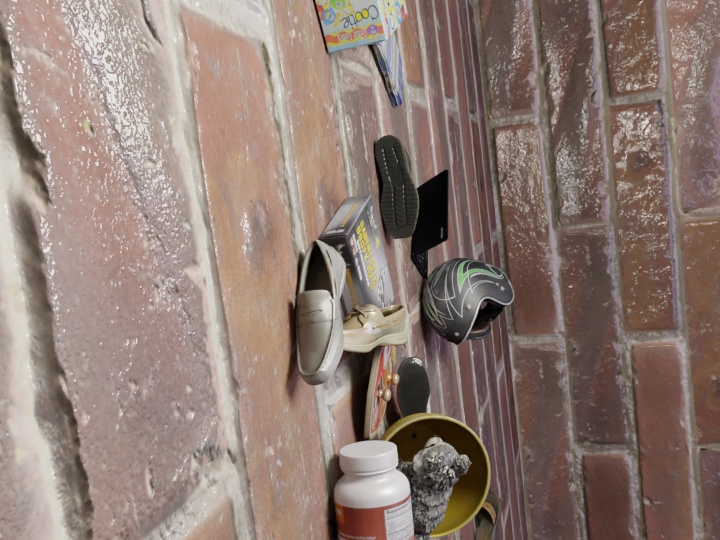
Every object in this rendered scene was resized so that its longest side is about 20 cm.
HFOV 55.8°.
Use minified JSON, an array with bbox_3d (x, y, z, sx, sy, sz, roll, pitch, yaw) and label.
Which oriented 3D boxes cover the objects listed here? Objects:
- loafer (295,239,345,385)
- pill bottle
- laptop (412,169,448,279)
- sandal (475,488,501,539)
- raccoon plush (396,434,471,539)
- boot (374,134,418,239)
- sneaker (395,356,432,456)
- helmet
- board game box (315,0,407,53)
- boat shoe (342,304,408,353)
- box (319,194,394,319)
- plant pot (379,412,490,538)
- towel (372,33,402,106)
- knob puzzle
[{"bbox_3d":[-0.059,0.052,0.900,0.070,0.069,0.202,50,33,-48],"label":"loafer"},{"bbox_3d":[0.019,0.355,0.975,0.112,0.111,0.202,-6,90,-71],"label":"pill bottle"},{"bbox_3d":[0.174,-0.102,1.568,0.200,0.102,0.179,51,39,-59],"label":"laptop"},{"bbox_3d":[0.362,0.723,1.987,0.055,0.081,0.201,49,42,-25],"label":"sandal"},{"bbox_3d":[0.117,0.349,1.005,0.096,0.134,0.202,-8,73,-29],"label":"raccoon plush"},{"bbox_3d":[0.087,-0.167,1.380,0.138,0.077,0.202,-18,104,-76],"label":"boot"},{"bbox_3d":[0.097,0.255,1.283,0.108,0.067,0.204,-155,-125,-81],"label":"sneaker"},{"bbox_3d":[0.236,0.070,1.574,0.200,0.189,0.202,21,-67,62],"label":"helmet"},{"bbox_3d":[0.005,-0.454,1.154,0.200,0.104,0.104,-67,146,-56],"label":"board game box"},{"bbox_3d":[0.003,0.081,0.999,0.199,0.072,0.066,0,95,-50],"label":"boat shoe"},{"bbox_3d":[0.000,0.000,1.107,0.159,0.048,0.202,-61,142,-58],"label":"box"},{"bbox_3d":[0.105,0.328,1.162,0.142,0.198,0.202,-153,-124,-81],"label":"plant pot"},{"bbox_3d":[0.057,-0.465,1.440,0.200,0.024,0.148,59,29,-56],"label":"towel"},{"bbox_3d":[0.042,0.191,1.140,0.220,0.030,0.222,9,90,-79],"label":"knob puzzle"}]
